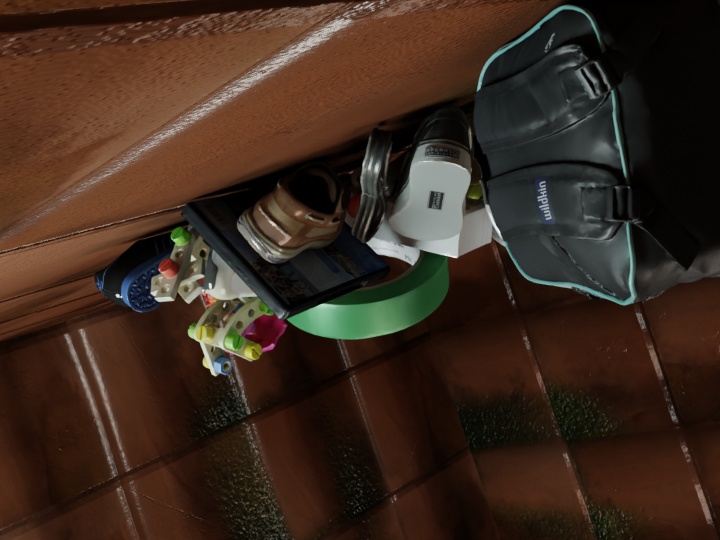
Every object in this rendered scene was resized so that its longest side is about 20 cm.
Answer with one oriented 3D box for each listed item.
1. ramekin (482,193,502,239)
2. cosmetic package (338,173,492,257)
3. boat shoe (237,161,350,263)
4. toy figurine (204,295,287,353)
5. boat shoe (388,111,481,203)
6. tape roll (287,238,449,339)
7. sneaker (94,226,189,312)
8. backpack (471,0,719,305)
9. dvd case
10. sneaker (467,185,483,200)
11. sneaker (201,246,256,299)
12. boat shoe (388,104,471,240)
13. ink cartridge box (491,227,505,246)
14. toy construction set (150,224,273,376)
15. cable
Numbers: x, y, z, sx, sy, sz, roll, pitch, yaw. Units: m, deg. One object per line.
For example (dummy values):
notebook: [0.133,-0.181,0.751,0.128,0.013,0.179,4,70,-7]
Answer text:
ramekin: [0.232,-0.102,1.002,0.200,0.201,0.098,-19,-172,14]
cosmetic package: [0.042,-0.066,1.054,0.200,0.051,0.083,15,-157,30]
boat shoe: [-0.045,-0.065,0.901,0.072,0.076,0.200,-47,-179,23]
toy figurine: [-0.167,0.029,1.277,0.150,0.184,0.200,-19,-179,7]
boat shoe: [0.096,-0.122,0.934,0.200,0.074,0.066,-17,-154,50]
tape roll: [0.000,0.000,1.070,0.200,0.048,0.200,-5,-147,3]
sneaker: [-0.208,-0.021,1.069,0.078,0.070,0.200,17,-145,38]
backpack: [0.156,-0.075,0.584,0.153,0.176,0.200,-15,-176,-19]
dvd case: [-0.066,-0.027,0.926,0.018,0.143,0.200,-51,165,28]
sneaker: [0.148,-0.138,1.120,0.200,0.084,0.074,-38,172,12]
sneaker: [-0.081,-0.009,0.952,0.093,0.070,0.200,16,-166,17]
boat shoe: [0.072,-0.085,0.880,0.071,0.064,0.200,11,160,-2]
ink cartridge box: [0.234,-0.124,1.142,0.200,0.045,0.176,-53,170,15]
toy construction set: [-0.162,0.021,1.012,0.092,0.131,0.200,20,160,26]
cable: [0.002,-0.079,0.868,0.050,0.097,0.200,23,180,8]
